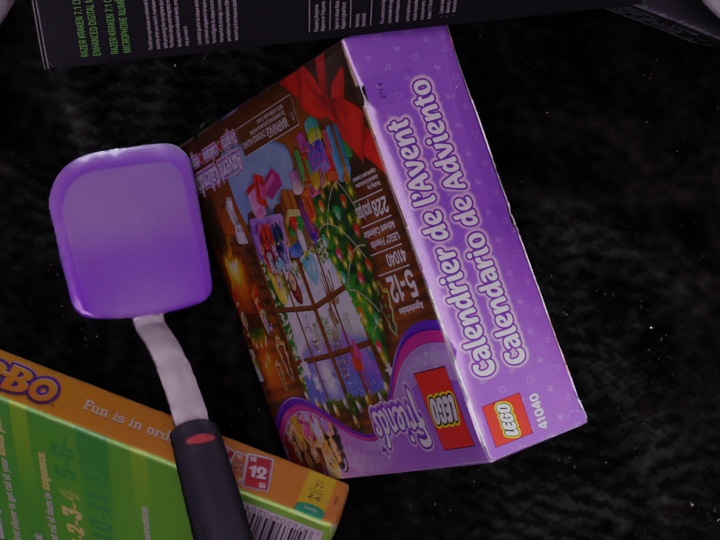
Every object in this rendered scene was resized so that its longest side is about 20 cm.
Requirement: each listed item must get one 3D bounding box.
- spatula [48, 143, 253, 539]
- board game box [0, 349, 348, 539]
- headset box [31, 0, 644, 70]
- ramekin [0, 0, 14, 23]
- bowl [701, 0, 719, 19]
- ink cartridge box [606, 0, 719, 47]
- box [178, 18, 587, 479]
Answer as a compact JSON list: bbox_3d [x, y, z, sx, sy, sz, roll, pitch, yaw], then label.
[{"bbox_3d":[-0.064,0.044,0.824,0.056,0.021,0.200,-8,60,-20],"label":"spatula"},{"bbox_3d":[-0.110,0.079,0.863,0.199,0.030,0.096,19,135,-1],"label":"board game box"},{"bbox_3d":[-0.022,-0.164,0.704,0.199,0.093,0.175,-6,61,-4],"label":"headset box"},{"bbox_3d":[-0.195,-0.145,0.802,0.202,0.094,0.203,3,133,3],"label":"ramekin"},{"bbox_3d":[0.199,-0.161,0.795,0.200,0.090,0.202,0,93,-7],"label":"bowl"},{"bbox_3d":[0.080,-0.204,0.840,0.198,0.043,0.201,17,90,-23],"label":"ink cartridge box"},{"bbox_3d":[0.000,0.000,0.801,0.039,0.200,0.137,-20,90,-20],"label":"box"}]
